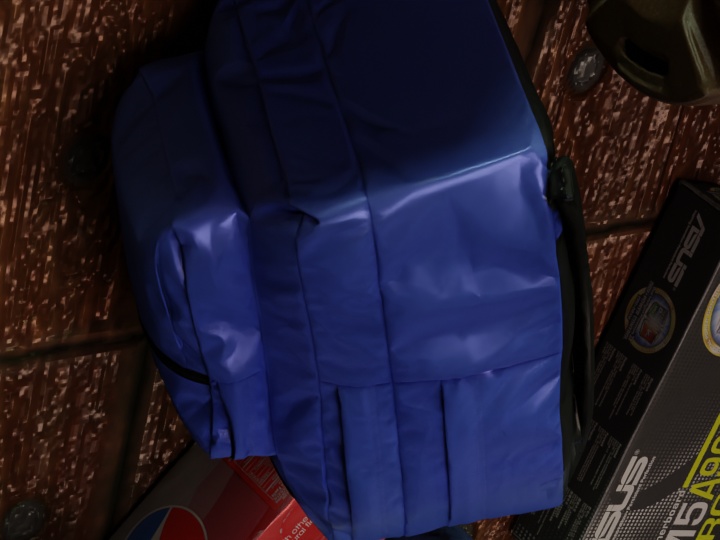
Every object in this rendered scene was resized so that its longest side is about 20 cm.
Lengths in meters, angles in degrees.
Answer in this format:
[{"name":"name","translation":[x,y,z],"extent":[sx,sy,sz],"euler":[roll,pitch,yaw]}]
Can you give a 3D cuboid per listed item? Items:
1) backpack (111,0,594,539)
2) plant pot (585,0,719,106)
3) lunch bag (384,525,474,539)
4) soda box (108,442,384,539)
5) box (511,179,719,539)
[{"name":"backpack","translation":[0.000,0.000,0.939],"extent":[0.167,0.163,0.200],"euler":[-12,133,2]},{"name":"plant pot","translation":[0.197,-0.152,0.983],"extent":[0.198,0.200,0.201],"euler":[-9,125,-26]},{"name":"lunch bag","translation":[-0.003,0.206,1.102],"extent":[0.200,0.132,0.136],"euler":[-47,139,-4]},{"name":"soda box","translation":[-0.085,0.156,1.046],"extent":[0.200,0.063,0.070],"euler":[-48,139,-1]},{"name":"box","translation":[0.179,0.059,1.218],"extent":[0.160,0.044,0.201],"euler":[6,115,-44]}]
